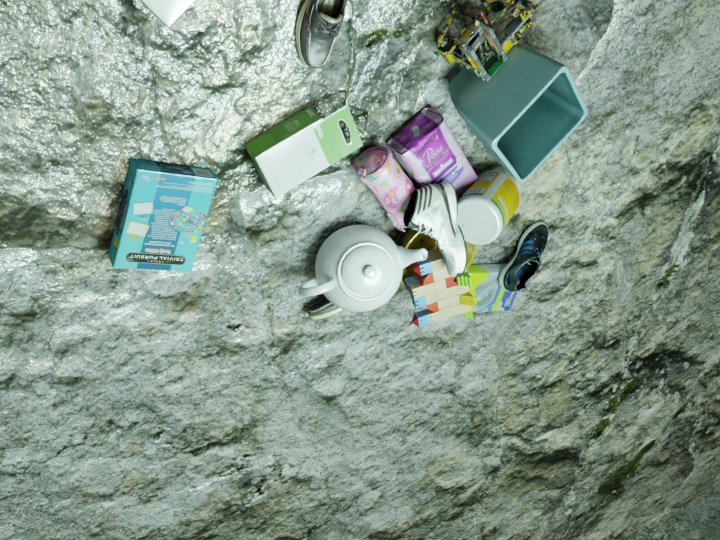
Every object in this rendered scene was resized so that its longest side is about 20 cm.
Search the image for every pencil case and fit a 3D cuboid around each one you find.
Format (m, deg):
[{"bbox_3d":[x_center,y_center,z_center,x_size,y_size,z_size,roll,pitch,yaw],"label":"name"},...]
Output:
[{"bbox_3d":[0.065,-0.166,1.652,0.087,0.087,0.200,-40,135,-1],"label":"pencil case"}]

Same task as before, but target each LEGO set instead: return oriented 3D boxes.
[{"bbox_3d":[0.224,-0.460,1.488,0.200,0.154,0.116,-42,147,8],"label":"LEGO set"}]

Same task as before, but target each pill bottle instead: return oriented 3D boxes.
[{"bbox_3d":[0.278,-0.147,1.729,0.200,0.113,0.113,-49,150,-49],"label":"pill bottle"}]

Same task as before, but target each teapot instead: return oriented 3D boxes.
[{"bbox_3d":[0.000,0.000,1.650,0.197,0.146,0.200,28,90,-13],"label":"teapot"}]

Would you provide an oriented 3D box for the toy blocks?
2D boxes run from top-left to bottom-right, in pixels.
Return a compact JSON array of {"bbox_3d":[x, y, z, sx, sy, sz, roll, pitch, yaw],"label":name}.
[{"bbox_3d":[0.162,0.034,1.747,0.137,0.100,0.200,-17,120,-9],"label":"toy blocks"}]

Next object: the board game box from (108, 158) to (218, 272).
[{"bbox_3d":[-0.361,-0.096,1.464,0.151,0.047,0.200,4,120,-34],"label":"board game box"}]

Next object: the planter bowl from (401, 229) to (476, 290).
[{"bbox_3d":[0.154,-0.050,1.792,0.200,0.083,0.201,-17,130,-20],"label":"planter bowl"}]

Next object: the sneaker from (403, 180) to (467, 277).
[{"bbox_3d":[0.145,-0.075,1.643,0.115,0.076,0.201,-13,96,-18],"label":"sneaker"}]

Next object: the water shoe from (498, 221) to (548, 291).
[{"bbox_3d":[0.413,-0.028,1.938,0.071,0.079,0.200,40,75,-29],"label":"water shoe"}]

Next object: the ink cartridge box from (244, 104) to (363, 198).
[{"bbox_3d":[-0.105,-0.235,1.512,0.200,0.059,0.104,-32,134,-8],"label":"ink cartridge box"}]

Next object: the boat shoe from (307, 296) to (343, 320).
[{"bbox_3d":[-0.033,0.039,1.760,0.200,0.073,0.065,-29,112,-8],"label":"boat shoe"}]

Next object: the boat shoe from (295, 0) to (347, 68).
[{"bbox_3d":[-0.061,-0.440,1.385,0.072,0.065,0.200,-4,125,-32],"label":"boat shoe"}]

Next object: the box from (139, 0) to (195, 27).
[{"bbox_3d":[-0.283,-0.461,1.139,0.152,0.200,0.106,-43,134,4],"label":"box"}]

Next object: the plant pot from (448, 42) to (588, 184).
[{"bbox_3d":[0.289,-0.329,1.581,0.196,0.200,0.196,-48,147,6],"label":"plant pot"}]

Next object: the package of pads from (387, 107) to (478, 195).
[{"bbox_3d":[0.153,-0.227,1.669,0.120,0.076,0.200,-42,134,-2],"label":"package of pads"}]

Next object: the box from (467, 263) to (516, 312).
[{"bbox_3d":[0.318,0.043,1.989,0.200,0.048,0.122,-1,123,-30],"label":"box"}]
